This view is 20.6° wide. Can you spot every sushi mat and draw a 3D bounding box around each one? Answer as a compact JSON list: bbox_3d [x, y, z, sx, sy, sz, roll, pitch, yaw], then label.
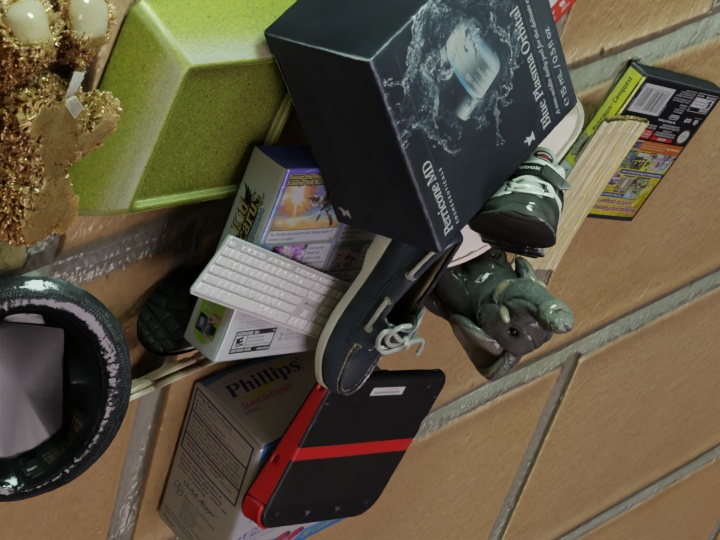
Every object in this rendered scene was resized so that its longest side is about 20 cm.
[{"bbox_3d":[0.227,-0.079,2.065,0.096,0.012,0.200,-6,134,-51],"label":"sushi mat"}]

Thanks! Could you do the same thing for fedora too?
[{"bbox_3d":[-0.273,0.077,1.533,0.200,0.092,0.201,-10,122,-17],"label":"fedora"}]

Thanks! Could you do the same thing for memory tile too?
[{"bbox_3d":[-0.206,0.107,1.691,0.200,0.017,0.153,-24,180,-37],"label":"memory tile"}]

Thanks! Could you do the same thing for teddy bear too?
[{"bbox_3d":[-0.232,-0.116,1.395,0.145,0.067,0.200,-37,147,-35],"label":"teddy bear"}]

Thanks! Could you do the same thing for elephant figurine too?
[{"bbox_3d":[0.138,0.038,1.953,0.155,0.200,0.142,1,128,-55],"label":"elephant figurine"}]

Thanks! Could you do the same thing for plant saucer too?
[{"bbox_3d":[-0.121,-0.121,1.543,0.199,0.048,0.200,-13,138,-46],"label":"plant saucer"}]

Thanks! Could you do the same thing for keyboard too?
[{"bbox_3d":[-0.066,0.016,1.613,0.056,0.011,0.200,-58,147,6],"label":"keyboard"}]

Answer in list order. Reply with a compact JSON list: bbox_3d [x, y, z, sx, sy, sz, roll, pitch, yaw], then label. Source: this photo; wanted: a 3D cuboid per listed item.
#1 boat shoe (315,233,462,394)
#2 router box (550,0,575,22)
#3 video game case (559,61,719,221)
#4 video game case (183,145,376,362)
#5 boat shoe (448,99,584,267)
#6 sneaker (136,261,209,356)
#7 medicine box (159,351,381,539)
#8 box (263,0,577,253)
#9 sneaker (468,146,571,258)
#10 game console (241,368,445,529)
[{"bbox_3d":[0.026,0.032,1.660,0.075,0.062,0.200,-14,139,-55],"label":"boat shoe"},{"bbox_3d":[0.173,-0.311,1.688,0.200,0.049,0.179,-49,153,7],"label":"router box"},{"bbox_3d":[0.290,-0.134,2.121,0.200,0.026,0.181,2,127,-56],"label":"video game case"},{"bbox_3d":[-0.039,-0.018,1.667,0.200,0.045,0.182,-5,124,-50],"label":"video game case"},{"bbox_3d":[0.114,-0.084,1.756,0.200,0.063,0.073,-47,118,-2],"label":"boat shoe"},{"bbox_3d":[-0.106,0.026,1.743,0.200,0.076,0.088,-33,157,-21],"label":"sneaker"},{"bbox_3d":[-0.082,0.179,1.948,0.182,0.103,0.200,-22,145,-38],"label":"medicine box"},{"bbox_3d":[0.053,-0.158,1.557,0.200,0.117,0.197,-46,135,-27],"label":"box"},{"bbox_3d":[0.134,-0.064,1.641,0.200,0.074,0.089,63,43,-87],"label":"sneaker"},{"bbox_3d":[-0.016,0.166,1.887,0.200,0.031,0.177,1,122,-55],"label":"game console"}]
